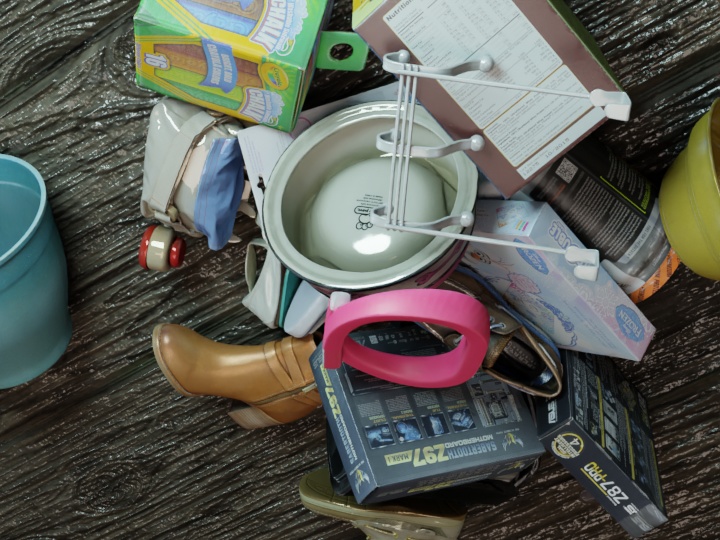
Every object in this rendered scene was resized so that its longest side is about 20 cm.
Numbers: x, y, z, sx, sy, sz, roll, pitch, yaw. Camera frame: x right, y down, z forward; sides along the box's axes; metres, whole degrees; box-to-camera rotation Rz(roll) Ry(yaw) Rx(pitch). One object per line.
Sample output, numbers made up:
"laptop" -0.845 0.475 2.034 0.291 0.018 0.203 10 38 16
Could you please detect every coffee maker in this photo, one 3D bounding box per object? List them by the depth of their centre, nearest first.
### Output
"coffee maker" 0.066 0.196 1.336 0.199 0.135 0.193 8 124 -21

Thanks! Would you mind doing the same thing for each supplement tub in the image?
"supplement tub" 0.214 -0.062 1.206 0.200 0.123 0.123 36 117 -13

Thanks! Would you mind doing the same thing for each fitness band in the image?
"fitness band" 0.039 0.060 1.093 0.143 0.038 0.200 5 158 -2

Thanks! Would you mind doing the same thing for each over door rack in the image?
"over door rack" 0.110 -0.087 0.986 0.199 0.067 0.149 14 118 18

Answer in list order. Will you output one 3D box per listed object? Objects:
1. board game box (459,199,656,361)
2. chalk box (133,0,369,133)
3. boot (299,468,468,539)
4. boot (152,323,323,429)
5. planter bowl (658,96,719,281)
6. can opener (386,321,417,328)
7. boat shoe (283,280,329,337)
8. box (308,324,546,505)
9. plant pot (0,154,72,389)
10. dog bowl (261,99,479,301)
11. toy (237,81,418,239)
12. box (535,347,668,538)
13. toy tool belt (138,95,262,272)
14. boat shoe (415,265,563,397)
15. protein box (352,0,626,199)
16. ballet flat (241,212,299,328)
"board game box" 0.155 0.006 1.209 0.200 0.043 0.199 44 159 -32
"chalk box" -0.091 -0.215 1.124 0.199 0.124 0.125 17 156 -1
"boot" 0.019 0.319 1.481 0.199 0.072 0.155 9 123 1
"boot" -0.113 0.096 1.345 0.154 0.074 0.200 -22 137 30
"planter bowl" 0.338 -0.055 1.168 0.083 0.201 0.201 -21 117 35
"can opener" 0.057 0.037 1.287 0.078 0.063 0.200 -33 152 -18
"boat shoe" 0.000 0.000 1.283 0.065 0.074 0.200 34 107 -21
"box" 0.065 0.132 1.216 0.199 0.158 0.051 -7 152 -29
"plant pot" -0.391 0.014 1.290 0.199 0.201 0.189 -5 135 9
"dog bowl" 0.015 -0.053 1.125 0.199 0.201 0.074 -9 148 11
"toy" -0.015 -0.115 1.217 0.199 0.047 0.116 -17 113 -8
"box" 0.245 0.152 1.282 0.049 0.200 0.161 -37 111 24
"toy tool belt" -0.152 -0.077 1.239 0.122 0.125 0.201 14 118 5
"boat shoe" 0.120 0.056 1.185 0.199 0.072 0.072 29 104 -20
"protein box" 0.107 -0.207 1.084 0.135 0.199 0.200 -38 110 17
"ballet flat" -0.086 -0.029 1.299 0.069 0.070 0.201 15 121 -3
